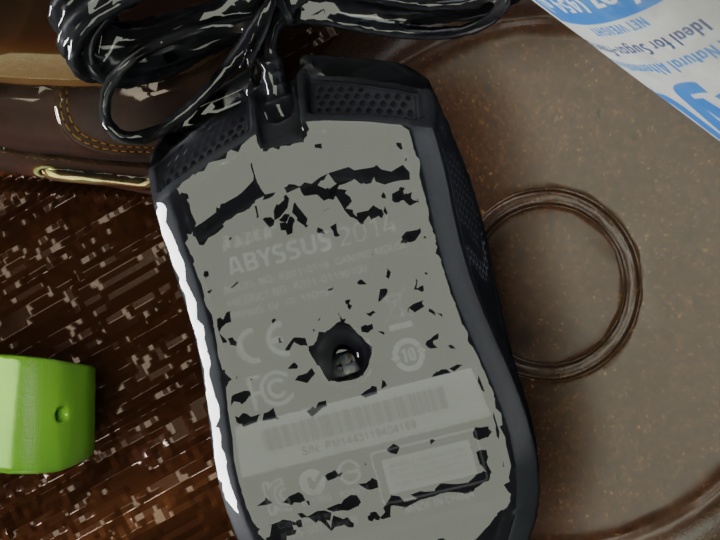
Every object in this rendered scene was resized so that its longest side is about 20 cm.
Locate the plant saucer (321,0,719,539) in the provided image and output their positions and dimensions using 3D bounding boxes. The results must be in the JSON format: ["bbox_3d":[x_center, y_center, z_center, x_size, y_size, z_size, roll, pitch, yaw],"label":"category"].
[{"bbox_3d":[0.057,0.004,0.852,0.199,0.034,0.202,1,93,16],"label":"plant saucer"}]

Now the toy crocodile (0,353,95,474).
[{"bbox_3d":[-0.175,0.049,0.915,0.199,0.062,0.068,-11,90,21],"label":"toy crocodile"}]

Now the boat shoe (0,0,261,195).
[{"bbox_3d":[-0.123,-0.056,0.885,0.199,0.071,0.071,10,136,22],"label":"boat shoe"}]

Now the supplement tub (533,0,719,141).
[{"bbox_3d":[0.126,-0.084,0.731,0.200,0.132,0.132,34,104,-24],"label":"supplement tub"}]

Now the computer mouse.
[{"bbox_3d":[0.000,0.000,0.819,0.137,0.053,0.202,-9,96,8],"label":"computer mouse"}]
